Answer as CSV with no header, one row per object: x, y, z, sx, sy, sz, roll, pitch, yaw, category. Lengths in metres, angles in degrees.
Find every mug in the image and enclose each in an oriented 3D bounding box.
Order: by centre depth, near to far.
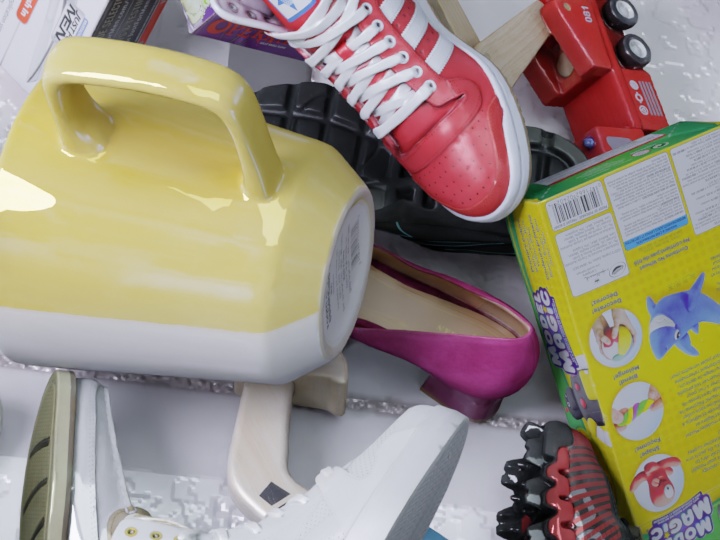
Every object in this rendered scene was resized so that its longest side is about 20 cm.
-0.081,-0.015,0.895,0.153,0.187,0.150,12,89,13,mug

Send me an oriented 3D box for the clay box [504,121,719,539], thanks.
0.154,0.038,0.972,0.115,0.048,0.200,-22,104,-20,clay box

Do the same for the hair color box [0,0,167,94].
-0.190,-0.192,1.016,0.200,0.111,0.064,46,40,12,hair color box

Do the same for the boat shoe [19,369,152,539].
-0.118,0.144,0.896,0.068,0.075,0.200,4,67,-19,boat shoe

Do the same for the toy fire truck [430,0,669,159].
0.090,-0.120,1.046,0.141,0.049,0.200,2,61,-37,toy fire truck

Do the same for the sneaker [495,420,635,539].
0.122,0.167,0.927,0.098,0.071,0.201,-3,67,-12,sneaker

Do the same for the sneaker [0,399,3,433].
-0.271,0.063,0.901,0.200,0.105,0.076,0,105,-41,sneaker

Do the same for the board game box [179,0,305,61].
-0.028,-0.162,1.024,0.200,0.032,0.120,7,60,-49,board game box

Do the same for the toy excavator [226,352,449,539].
-0.017,0.138,0.908,0.200,0.100,0.195,32,61,15,toy excavator

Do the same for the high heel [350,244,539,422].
0.000,0.000,0.971,0.200,0.096,0.068,28,62,4,high heel

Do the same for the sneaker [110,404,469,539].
-0.045,0.117,0.830,0.115,0.074,0.200,28,63,19,sneaker

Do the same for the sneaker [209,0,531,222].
-0.001,-0.108,0.923,0.112,0.071,0.200,-1,56,-57,sneaker

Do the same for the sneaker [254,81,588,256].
0.018,-0.041,1.008,0.199,0.079,0.076,12,67,0,sneaker
